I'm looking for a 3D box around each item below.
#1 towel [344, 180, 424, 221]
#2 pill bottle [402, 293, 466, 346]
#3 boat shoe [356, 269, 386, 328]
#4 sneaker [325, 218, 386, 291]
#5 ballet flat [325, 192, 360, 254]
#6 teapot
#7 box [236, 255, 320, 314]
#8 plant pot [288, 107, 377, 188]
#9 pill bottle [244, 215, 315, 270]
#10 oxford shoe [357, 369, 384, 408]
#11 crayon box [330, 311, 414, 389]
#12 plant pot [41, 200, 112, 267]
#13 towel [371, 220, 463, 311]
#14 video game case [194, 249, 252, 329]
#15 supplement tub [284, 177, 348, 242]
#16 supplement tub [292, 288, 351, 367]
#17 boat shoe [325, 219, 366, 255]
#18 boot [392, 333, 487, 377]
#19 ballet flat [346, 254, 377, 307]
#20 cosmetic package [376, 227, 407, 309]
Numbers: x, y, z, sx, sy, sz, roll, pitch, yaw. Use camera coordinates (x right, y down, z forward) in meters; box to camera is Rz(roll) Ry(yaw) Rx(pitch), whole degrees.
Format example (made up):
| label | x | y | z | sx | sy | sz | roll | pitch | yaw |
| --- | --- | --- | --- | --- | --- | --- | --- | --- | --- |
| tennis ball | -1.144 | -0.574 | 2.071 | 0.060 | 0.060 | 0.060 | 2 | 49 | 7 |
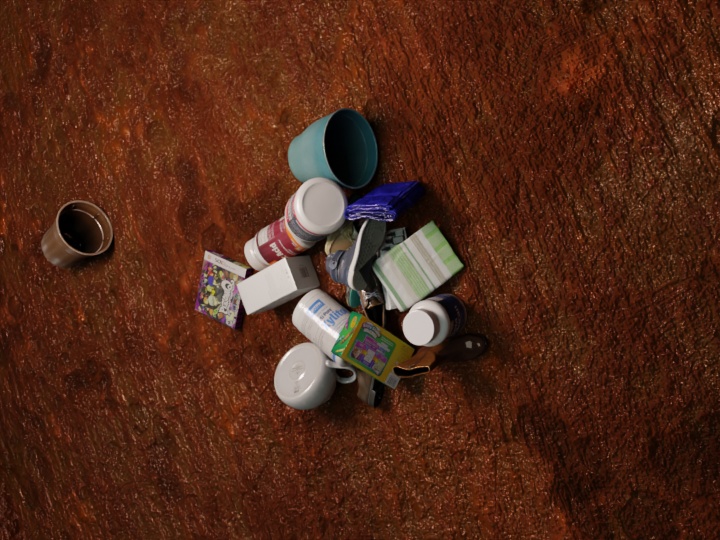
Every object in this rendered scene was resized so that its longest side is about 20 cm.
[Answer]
| label | x | y | z | sx | sy | sz | roll | pitch | yaw |
| --- | --- | --- | --- | --- | --- | --- | --- | --- | --- |
| towel | 0.062 | -0.179 | 1.542 | 0.145 | 0.200 | 0.050 | 5 | 116 | 28 |
| pill bottle | 0.180 | 0.124 | 1.507 | 0.109 | 0.199 | 0.114 | 3 | 97 | 29 |
| boat shoe | 0.033 | 0.073 | 1.630 | 0.071 | 0.072 | 0.203 | -20 | 107 | -2 |
| sneaker | -0.017 | -0.058 | 1.581 | 0.145 | 0.076 | 0.206 | 14 | 81 | 56 |
| ballet flat | -0.057 | -0.126 | 1.696 | 0.067 | 0.067 | 0.204 | 27 | 107 | 36 |
| teapot | -0.135 | 0.311 | 1.743 | 0.199 | 0.146 | 0.199 | 25 | 76 | 47 |
| box | -0.238 | 0.042 | 1.780 | 0.198 | 0.124 | 0.099 | -26 | 82 | 28 |
| plant pot | -0.086 | -0.307 | 1.631 | 0.186 | 0.198 | 0.205 | -3 | 94 | 44 |
| pill bottle | -0.233 | -0.082 | 1.770 | 0.198 | 0.114 | 0.116 | -26 | 82 | 29 |
| oxford shoe | 0.026 | 0.270 | 1.684 | 0.083 | 0.072 | 0.204 | 19 | 104 | 28 |
| crayon box | 0.035 | 0.207 | 1.586 | 0.058 | 0.199 | 0.120 | 11 | 69 | 60 |
| plant pot | -1.018 | -0.116 | 2.180 | 0.196 | 0.199 | 0.204 | -24 | 83 | 37 |
| towel | 0.144 | -0.010 | 1.564 | 0.198 | 0.031 | 0.150 | -35 | 91 | 1 |
| video game case | -0.435 | 0.059 | 1.944 | 0.179 | 0.036 | 0.204 | 22 | 106 | 27 |
| supplement tub | -0.120 | -0.152 | 1.594 | 0.200 | 0.138 | 0.143 | 162 | 95 | -72 |
| supplement tub | -0.078 | 0.158 | 1.690 | 0.199 | 0.131 | 0.134 | 36 | 111 | 26 |
| boat shoe | -0.017 | -0.108 | 1.635 | 0.074 | 0.067 | 0.201 | 38 | 98 | -26 |
| boot | 0.198 | 0.208 | 1.505 | 0.185 | 0.199 | 0.070 | -6 | 92 | 29 |
| ballet flat | 0.000 | 0.000 | 1.683 | 0.071 | 0.072 | 0.204 | 26 | 107 | 24 |
| cosmetic package | 0.092 | -0.005 | 1.608 | 0.081 | 0.051 | 0.204 | -10 | 90 | -8 |
